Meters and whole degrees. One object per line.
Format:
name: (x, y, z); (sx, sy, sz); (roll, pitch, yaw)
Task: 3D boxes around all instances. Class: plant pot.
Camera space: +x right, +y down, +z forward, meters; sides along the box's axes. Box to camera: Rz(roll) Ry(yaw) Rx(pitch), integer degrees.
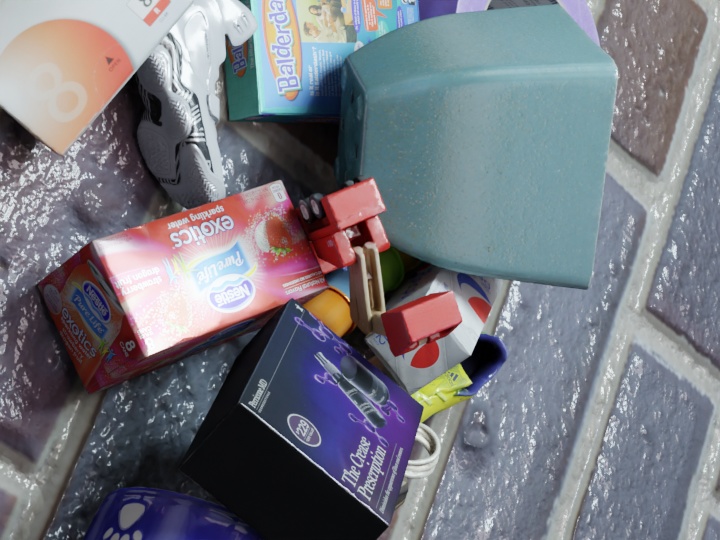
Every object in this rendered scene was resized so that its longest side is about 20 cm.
plant pot: (0.085, -0.110, 1.633); (0.199, 0.196, 0.196); (1, 113, -11)

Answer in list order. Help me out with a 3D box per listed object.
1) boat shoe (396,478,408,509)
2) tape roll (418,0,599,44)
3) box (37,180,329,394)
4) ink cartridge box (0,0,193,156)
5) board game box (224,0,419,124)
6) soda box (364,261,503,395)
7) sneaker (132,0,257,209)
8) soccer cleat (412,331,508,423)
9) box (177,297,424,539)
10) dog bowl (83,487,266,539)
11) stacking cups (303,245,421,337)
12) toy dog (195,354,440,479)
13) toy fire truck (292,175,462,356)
boat shoe: (-0.039, 0.222, 1.623); (0.200, 0.074, 0.074); (-22, 115, -39)
tape roll: (0.129, -0.198, 1.814); (0.200, 0.085, 0.201); (8, 79, -42)
box: (-0.136, 0.011, 1.522); (0.200, 0.095, 0.100); (-20, 83, -42)
ink cartridge box: (-0.246, -0.209, 1.447); (0.200, 0.050, 0.162); (42, 85, -29)
board game box: (-0.031, -0.205, 1.694); (0.200, 0.045, 0.153); (-1, 86, -43)
soda box: (0.066, 0.034, 1.663); (0.063, 0.068, 0.200); (52, 19, -6)
sneaker: (-0.130, -0.154, 1.575); (0.115, 0.075, 0.200); (-27, 99, -38)
soccer cleat: (0.051, 0.104, 1.701); (0.200, 0.084, 0.065); (-32, 106, -40)
box: (-0.039, 0.123, 1.436); (0.141, 0.079, 0.200); (37, 22, -6)
dog bowl: (-0.117, 0.242, 1.451); (0.200, 0.200, 0.079); (39, 59, -32)
stacking cups: (-0.016, 0.019, 1.647); (0.200, 0.060, 0.061); (-43, 113, -47)
toy dog: (-0.044, 0.144, 1.601); (0.200, 0.096, 0.132); (-7, 58, -26)
toy fire truck: (0.000, 0.000, 1.549); (0.049, 0.200, 0.141); (-22, 92, -22)
